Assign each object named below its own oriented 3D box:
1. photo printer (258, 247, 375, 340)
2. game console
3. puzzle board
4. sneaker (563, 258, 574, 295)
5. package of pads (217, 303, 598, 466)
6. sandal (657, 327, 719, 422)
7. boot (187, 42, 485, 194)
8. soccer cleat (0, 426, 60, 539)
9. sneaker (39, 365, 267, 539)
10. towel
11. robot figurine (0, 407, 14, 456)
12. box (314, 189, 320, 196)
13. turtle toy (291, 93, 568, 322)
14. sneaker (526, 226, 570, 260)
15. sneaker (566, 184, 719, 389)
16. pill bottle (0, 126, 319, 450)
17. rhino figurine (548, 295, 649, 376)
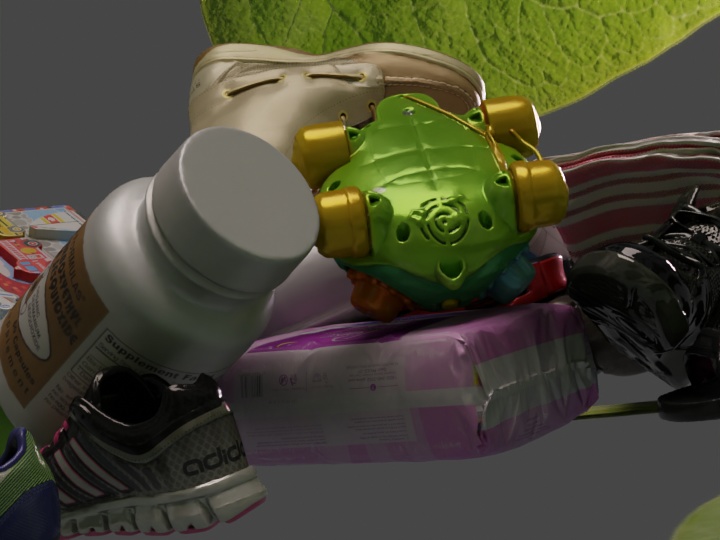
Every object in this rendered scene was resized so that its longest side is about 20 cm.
[{"bbox_3d":[0.000,0.000,1.668,0.200,0.070,0.166,-24,-7,-7],"label":"photo printer"},{"bbox_3d":[0.024,0.045,1.710,0.200,0.031,0.177,-20,-3,-30],"label":"game console"},{"bbox_3d":[-0.212,-0.003,1.694,0.150,0.017,0.200,-8,26,-31],"label":"puzzle board"},{"bbox_3d":[0.202,0.016,1.780,0.200,0.070,0.082,-7,-15,21],"label":"sneaker"},{"bbox_3d":[0.021,0.066,1.494,0.200,0.076,0.120,-6,3,39],"label":"package of pads"},{"bbox_3d":[0.211,0.049,1.457,0.075,0.048,0.200,-8,5,22],"label":"sandal"},{"bbox_3d":[-0.022,-0.080,1.729,0.200,0.073,0.156,5,44,4],"label":"boot"},{"bbox_3d":[-0.244,0.125,1.277,0.200,0.084,0.065,-12,5,-21],"label":"soccer cleat"},{"bbox_3d":[-0.136,0.094,1.406,0.200,0.088,0.074,-7,5,40],"label":"sneaker"},{"bbox_3d":[0.202,-0.011,1.650,0.146,0.200,0.030,-8,48,25],"label":"towel"},{"bbox_3d":[-0.229,0.075,1.689,0.200,0.116,0.175,-12,-1,-23],"label":"robot figurine"},{"bbox_3d":[-0.025,-0.018,1.871,0.128,0.200,0.109,-9,5,4],"label":"box"},{"bbox_3d":[0.037,-0.039,1.508,0.145,0.101,0.200,-8,32,-5],"label":"turtle toy"},{"bbox_3d":[0.116,-0.037,1.798,0.081,0.077,0.200,-15,-23,2],"label":"sneaker"},{"bbox_3d":[0.179,-0.006,1.485,0.076,0.114,0.199,32,-3,21],"label":"sneaker"},{"bbox_3d":[-0.112,0.014,1.453,0.114,0.114,0.200,-15,-23,-47],"label":"pill bottle"},{"bbox_3d":[0.189,0.032,1.629,0.200,0.060,0.087,-12,3,30],"label":"rhino figurine"}]
